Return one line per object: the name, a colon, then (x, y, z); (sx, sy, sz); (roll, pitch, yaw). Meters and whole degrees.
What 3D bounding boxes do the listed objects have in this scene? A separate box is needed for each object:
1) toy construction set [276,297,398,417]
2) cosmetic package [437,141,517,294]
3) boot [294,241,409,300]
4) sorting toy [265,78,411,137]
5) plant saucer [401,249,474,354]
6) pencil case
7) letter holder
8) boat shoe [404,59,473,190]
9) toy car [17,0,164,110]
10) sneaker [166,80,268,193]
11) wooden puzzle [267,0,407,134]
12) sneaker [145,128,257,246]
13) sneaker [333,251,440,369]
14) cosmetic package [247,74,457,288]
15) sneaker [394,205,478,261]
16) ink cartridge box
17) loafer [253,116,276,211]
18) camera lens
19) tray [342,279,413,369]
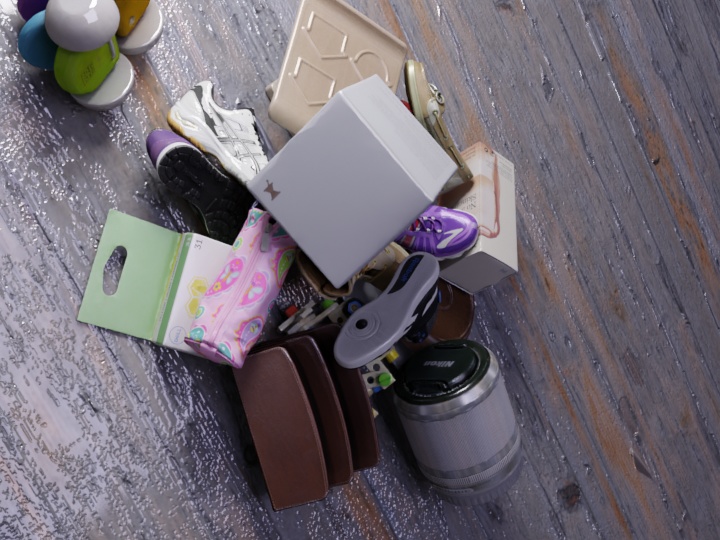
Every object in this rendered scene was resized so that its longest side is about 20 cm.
toy construction set: (-0.024, 0.114, 1.301); (0.131, 0.092, 0.201); (-38, 100, -1)
cosmetic package: (0.179, -0.081, 1.442); (0.087, 0.103, 0.203); (26, 52, -33)
boot: (0.000, 0.000, 1.273); (0.200, 0.073, 0.156); (41, 26, -14)
sorting toy: (-0.008, -0.235, 1.375); (0.198, 0.069, 0.202); (-42, 107, -34)
plant saucer: (0.114, 0.037, 1.427); (0.198, 0.034, 0.204); (19, 63, -41)
pencil case: (-0.141, 0.018, 1.150); (0.087, 0.087, 0.202); (33, 76, -28)
letter holder: (-0.064, 0.185, 1.204); (0.101, 0.140, 0.203); (-31, 105, -76)
boat shoe: (0.112, -0.216, 1.363); (0.062, 0.073, 0.203); (-17, 113, 4)
toy car: (-0.330, -0.306, 1.106); (0.148, 0.176, 0.202); (20, 68, 4)
sneaker: (-0.151, -0.163, 1.200); (0.199, 0.076, 0.088); (40, 83, -9)
wooden puzzle: (-0.033, -0.261, 1.292); (0.184, 0.046, 0.203); (26, 73, -31)
sneaker: (-0.203, -0.112, 1.207); (0.076, 0.088, 0.201); (-40, 136, -4)
sneaker: (0.047, 0.080, 1.245); (0.200, 0.072, 0.113); (-47, 145, -25)
cosmetic package: (-0.004, -0.116, 1.146); (0.167, 0.167, 0.200); (48, 22, -4)
sneaker: (0.073, -0.065, 1.345); (0.196, 0.083, 0.082); (6, 79, 4)
ink cartridge box: (-0.235, 0.022, 1.165); (0.198, 0.048, 0.148); (20, 81, -36)
loafer: (-0.124, -0.120, 1.273); (0.063, 0.071, 0.203); (-49, 120, -76)
camera lens: (0.141, 0.214, 1.344); (0.160, 0.158, 0.202); (-40, 121, -34)
tray: (0.054, 0.079, 1.403); (0.201, 0.022, 0.108); (52, 58, -19)
